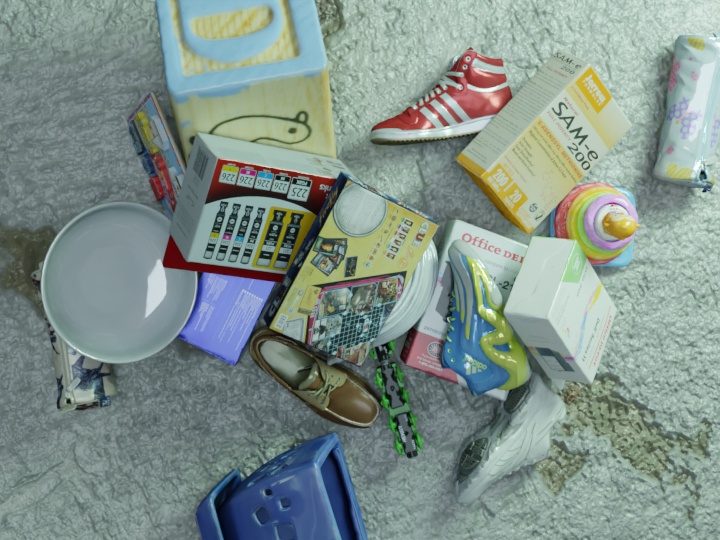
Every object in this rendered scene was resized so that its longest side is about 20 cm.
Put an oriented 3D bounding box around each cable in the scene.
[{"bbox_3d":[0.000,0.000,1.598,0.198,0.069,0.202,-21,69,17],"label":"cable"}]

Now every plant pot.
[{"bbox_3d":[-0.097,0.338,1.580,0.177,0.200,0.203,-16,92,6],"label":"plant pot"}]

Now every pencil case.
[{"bbox_3d":[0.439,-0.208,1.628,0.082,0.091,0.203,9,91,-2],"label":"pencil case"},{"bbox_3d":[-0.373,0.082,1.612,0.077,0.089,0.203,-11,92,6],"label":"pencil case"}]

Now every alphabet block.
[{"bbox_3d":[-0.139,-0.241,1.520,0.192,0.201,0.199,-9,59,-2],"label":"alphabet block"}]

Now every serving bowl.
[{"bbox_3d":[-0.308,0.013,1.568,0.197,0.066,0.203,-2,96,-23],"label":"serving bowl"}]

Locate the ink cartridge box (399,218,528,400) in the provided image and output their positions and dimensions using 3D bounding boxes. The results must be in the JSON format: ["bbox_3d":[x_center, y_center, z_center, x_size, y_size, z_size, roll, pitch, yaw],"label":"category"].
[{"bbox_3d":[0.152,0.048,1.630,0.144,0.083,0.203,19,91,-2],"label":"ink cartridge box"}]

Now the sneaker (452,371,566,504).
[{"bbox_3d":[0.203,0.239,1.644,0.099,0.078,0.201,34,100,-21],"label":"sneaker"}]

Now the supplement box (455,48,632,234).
[{"bbox_3d":[0.238,-0.166,1.606,0.200,0.074,0.126,-47,125,0],"label":"supplement box"}]

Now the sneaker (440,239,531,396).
[{"bbox_3d":[0.134,0.068,1.551,0.104,0.076,0.202,-26,94,0],"label":"sneaker"}]

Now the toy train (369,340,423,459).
[{"bbox_3d":[0.041,0.150,1.643,0.041,0.056,0.203,-16,90,0],"label":"toy train"}]

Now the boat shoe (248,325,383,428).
[{"bbox_3d":[-0.063,0.146,1.631,0.198,0.074,0.076,31,91,-2],"label":"boat shoe"}]

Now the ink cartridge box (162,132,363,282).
[{"bbox_3d":[-0.118,-0.054,1.486,0.198,0.084,0.178,7,113,-30],"label":"ink cartridge box"}]

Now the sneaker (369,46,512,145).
[{"bbox_3d":[0.102,-0.228,1.626,0.197,0.071,0.114,-10,96,-9],"label":"sneaker"}]

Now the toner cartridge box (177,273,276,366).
[{"bbox_3d":[-0.161,0.014,1.640,0.094,0.043,0.202,27,91,-3],"label":"toner cartridge box"}]

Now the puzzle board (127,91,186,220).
[{"bbox_3d":[-0.246,-0.115,1.582,0.017,0.150,0.202,-24,93,-21],"label":"puzzle board"}]

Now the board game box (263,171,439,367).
[{"bbox_3d":[-0.011,0.002,1.482,0.134,0.035,0.202,25,102,-24],"label":"board game box"}]

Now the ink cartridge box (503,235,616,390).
[{"bbox_3d":[0.263,0.062,1.570,0.067,0.200,0.118,6,60,36],"label":"ink cartridge box"}]

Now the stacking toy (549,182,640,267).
[{"bbox_3d":[0.311,-0.059,1.573,0.114,0.200,0.112,3,92,-1],"label":"stacking toy"}]
